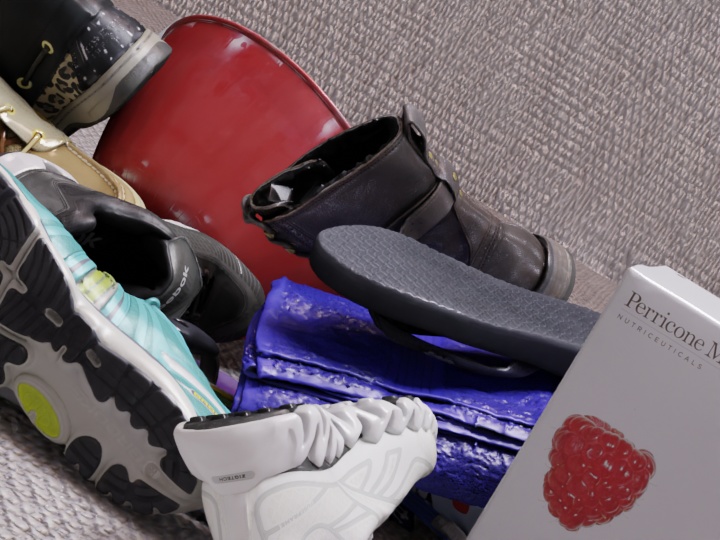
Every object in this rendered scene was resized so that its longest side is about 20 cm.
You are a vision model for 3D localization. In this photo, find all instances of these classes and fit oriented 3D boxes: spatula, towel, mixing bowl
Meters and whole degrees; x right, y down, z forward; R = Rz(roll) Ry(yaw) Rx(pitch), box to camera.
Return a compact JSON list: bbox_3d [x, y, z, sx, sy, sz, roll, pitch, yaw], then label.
[{"bbox_3d":[-0.083,0.048,1.502,0.056,0.021,0.200,31,-9,12],"label":"spatula"},{"bbox_3d":[0.038,0.061,1.435,0.199,0.050,0.148,17,24,-3],"label":"towel"},{"bbox_3d":[-0.084,-0.034,1.635,0.200,0.108,0.200,37,-29,24],"label":"mixing bowl"}]

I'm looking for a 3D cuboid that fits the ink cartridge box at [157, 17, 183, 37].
[{"bbox_3d":[-0.050,-0.038,1.744,0.173,0.044,0.200,31,-32,32],"label":"ink cartridge box"}]

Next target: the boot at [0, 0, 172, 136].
[{"bbox_3d":[-0.203,-0.146,1.614,0.154,0.074,0.203,47,-25,-15],"label":"boot"}]

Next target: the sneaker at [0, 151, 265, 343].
[{"bbox_3d":[-0.112,0.003,1.484,0.200,0.067,0.090,28,1,-44],"label":"sneaker"}]

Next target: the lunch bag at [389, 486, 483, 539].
[{"bbox_3d":[0.098,0.134,1.535,0.160,0.076,0.200,39,9,34],"label":"lunch bag"}]

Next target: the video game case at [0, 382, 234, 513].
[{"bbox_3d":[-0.099,0.070,1.373,0.182,0.022,0.200,30,6,-5],"label":"video game case"}]

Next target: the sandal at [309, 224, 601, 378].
[{"bbox_3d":[0.060,0.031,1.429,0.200,0.043,0.076,21,21,-28],"label":"sandal"}]

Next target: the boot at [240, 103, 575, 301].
[{"bbox_3d":[0.000,0.000,1.528,0.174,0.200,0.069,32,31,-37],"label":"boot"}]

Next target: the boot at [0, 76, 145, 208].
[{"bbox_3d":[-0.213,-0.088,1.543,0.200,0.073,0.156,32,-21,37],"label":"boot"}]

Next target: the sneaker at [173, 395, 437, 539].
[{"bbox_3d":[-0.019,0.096,1.221,0.075,0.081,0.200,-11,-3,23],"label":"sneaker"}]

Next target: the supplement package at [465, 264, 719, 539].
[{"bbox_3d":[0.129,0.112,1.301,0.121,0.200,0.120,31,7,12],"label":"supplement package"}]

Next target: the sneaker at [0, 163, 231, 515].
[{"bbox_3d":[-0.127,0.028,1.259,0.200,0.078,0.080,49,23,11],"label":"sneaker"}]
